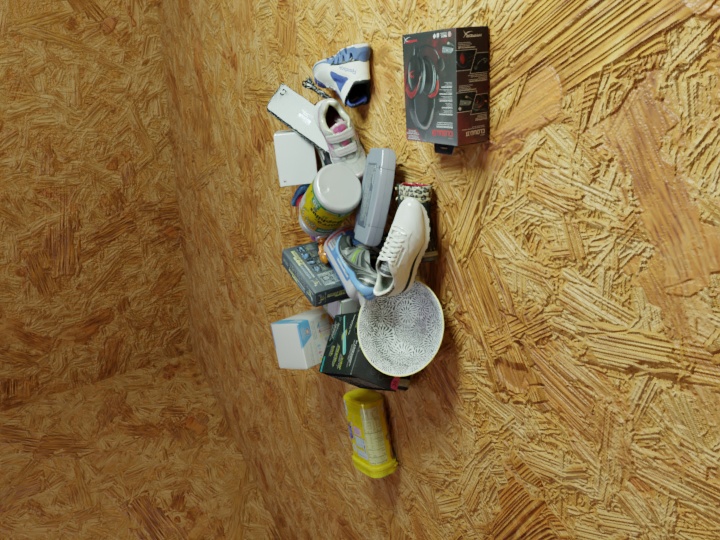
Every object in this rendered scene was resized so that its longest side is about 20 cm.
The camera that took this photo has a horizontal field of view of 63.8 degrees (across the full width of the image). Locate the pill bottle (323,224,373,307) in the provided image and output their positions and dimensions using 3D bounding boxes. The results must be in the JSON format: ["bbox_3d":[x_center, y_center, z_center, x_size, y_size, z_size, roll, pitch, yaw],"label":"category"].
[{"bbox_3d":[0.000,0.000,1.371,0.202,0.111,0.113,60,149,27],"label":"pill bottle"}]

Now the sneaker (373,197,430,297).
[{"bbox_3d":[0.075,-0.040,1.113,0.076,0.080,0.204,31,121,41],"label":"sneaker"}]

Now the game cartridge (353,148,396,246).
[{"bbox_3d":[0.030,-0.157,1.232,0.133,0.041,0.204,-147,66,-68],"label":"game cartridge"}]

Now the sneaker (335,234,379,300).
[{"bbox_3d":[0.005,-0.015,1.253,0.071,0.082,0.200,53,-178,-41],"label":"sneaker"}]

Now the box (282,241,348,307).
[{"bbox_3d":[-0.095,0.000,1.501,0.200,0.155,0.052,47,141,41],"label":"box"}]

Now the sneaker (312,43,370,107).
[{"bbox_3d":[-0.037,-0.411,1.274,0.198,0.079,0.118,1,102,60],"label":"sneaker"}]

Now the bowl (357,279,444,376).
[{"bbox_3d":[0.100,0.121,1.228,0.197,0.094,0.205,-5,79,27],"label":"bowl"}]

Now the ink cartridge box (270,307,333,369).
[{"bbox_3d":[-0.131,0.185,1.638,0.124,0.198,0.131,-7,98,44],"label":"ink cartridge box"}]

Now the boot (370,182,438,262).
[{"bbox_3d":[0.088,-0.106,1.204,0.202,0.072,0.157,19,116,56],"label":"boot"}]

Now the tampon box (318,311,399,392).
[{"bbox_3d":[0.010,0.191,1.361,0.199,0.125,0.152,-16,54,64],"label":"tampon box"}]

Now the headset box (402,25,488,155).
[{"bbox_3d":[0.144,-0.303,0.990,0.148,0.074,0.204,27,126,55],"label":"headset box"}]

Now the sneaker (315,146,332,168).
[{"bbox_3d":[-0.047,-0.269,1.386,0.111,0.072,0.204,16,121,49],"label":"sneaker"}]

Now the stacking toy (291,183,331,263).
[{"bbox_3d":[-0.101,-0.115,1.475,0.116,0.108,0.204,136,125,-60],"label":"stacking toy"}]

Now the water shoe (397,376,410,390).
[{"bbox_3d":[0.071,0.247,1.429,0.199,0.070,0.081,-8,69,64],"label":"water shoe"}]

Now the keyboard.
[{"bbox_3d":[-0.115,-0.375,1.361,0.199,0.128,0.021,37,179,7],"label":"keyboard"}]

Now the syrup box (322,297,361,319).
[{"bbox_3d":[-0.066,0.060,1.557,0.200,0.080,0.080,42,136,47],"label":"syrup box"}]

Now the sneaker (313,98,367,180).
[{"bbox_3d":[-0.045,-0.294,1.294,0.202,0.081,0.088,60,177,-4],"label":"sneaker"}]

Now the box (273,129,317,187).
[{"bbox_3d":[-0.163,-0.292,1.471,0.200,0.095,0.127,-109,12,-73],"label":"box"}]

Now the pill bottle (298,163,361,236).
[{"bbox_3d":[-0.079,-0.152,1.334,0.200,0.111,0.115,-39,69,63],"label":"pill bottle"}]

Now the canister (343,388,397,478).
[{"bbox_3d":[0.023,0.437,1.570,0.148,0.085,0.204,1,103,61],"label":"canister"}]
